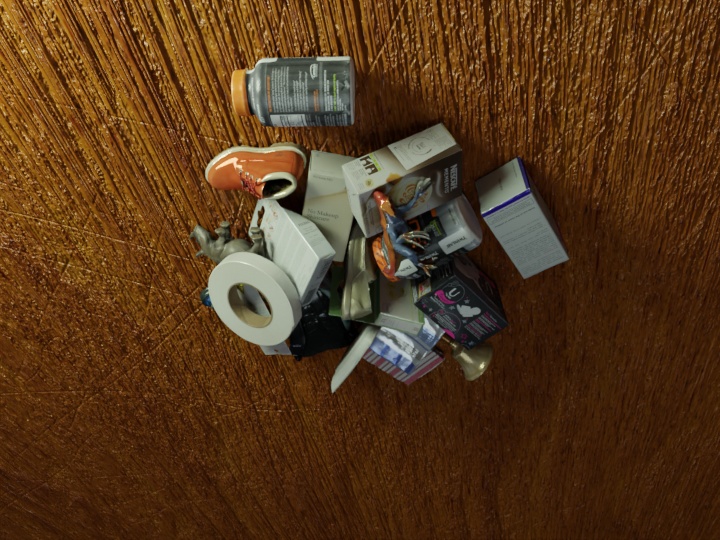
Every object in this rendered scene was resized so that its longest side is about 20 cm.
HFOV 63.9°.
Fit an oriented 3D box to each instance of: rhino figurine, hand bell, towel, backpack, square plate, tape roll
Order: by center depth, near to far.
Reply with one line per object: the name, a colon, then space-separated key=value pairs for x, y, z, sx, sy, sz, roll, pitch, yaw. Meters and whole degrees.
tape roll: x=-0.211 y=0.060 z=1.149 sx=0.198 sy=0.037 sz=0.207 roll=14 pitch=126 yaw=19
rhino figurine: x=-0.274 y=-0.049 z=1.173 sx=0.195 sy=0.060 sz=0.090 roll=11 pitch=119 yaw=23
backpack: x=-0.108 y=0.086 z=1.275 sx=0.163 sy=0.128 sz=0.203 roll=-20 pitch=130 yaw=3
square plate: x=0.005 y=0.152 z=1.296 sx=0.028 sy=0.199 sz=0.201 roll=33 pitch=129 yaw=-1
towel: x=0.112 y=0.146 z=1.354 sx=0.145 sy=0.024 sz=0.202 roll=33 pitch=120 yaw=-4
hand bell: x=0.212 y=0.165 z=1.387 sx=0.198 sy=0.105 sz=0.104 roll=36 pitch=126 yaw=-12
towel: x=0.099 y=0.207 z=1.453 sx=0.198 sy=0.030 sz=0.146 roll=34 pitch=125 yaw=-23

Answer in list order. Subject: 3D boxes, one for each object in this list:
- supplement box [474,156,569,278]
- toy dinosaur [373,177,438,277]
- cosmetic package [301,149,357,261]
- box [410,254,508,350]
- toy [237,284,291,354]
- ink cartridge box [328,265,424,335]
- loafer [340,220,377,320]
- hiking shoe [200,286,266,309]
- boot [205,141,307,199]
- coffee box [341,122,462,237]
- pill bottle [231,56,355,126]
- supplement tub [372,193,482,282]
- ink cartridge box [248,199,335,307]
supplement box: x=0.312 y=-0.096 z=1.110 sx=0.102 sy=0.103 sz=0.200 roll=-27 pitch=127 yaw=25
toy dinosaur: x=0.060 y=-0.059 z=0.985 sx=0.199 sy=0.107 sz=0.180 roll=-36 pitch=128 yaw=28
cosmetic package: x=-0.062 y=-0.121 z=1.117 sx=0.101 sy=0.074 sz=0.203 roll=8 pitch=134 yaw=-6
box: x=0.208 y=0.048 z=1.227 sx=0.114 sy=0.134 sz=0.199 roll=-34 pitch=124 yaw=25
toy: x=-0.213 y=0.086 z=1.243 sx=0.114 sy=0.047 sz=0.203 roll=-9 pitch=115 yaw=51
ink cartridge box: x=0.036 y=0.049 z=1.221 sx=0.195 sy=0.148 sz=0.048 roll=16 pitch=133 yaw=-13
loafer: x=0.000 y=0.000 z=1.159 sx=0.066 sy=0.206 sz=0.076 roll=7 pitch=171 yaw=-8
hiking shoe: x=-0.270 y=0.092 z=1.309 sx=0.195 sy=0.088 sz=0.075 roll=18 pitch=132 yaw=-15
boot: x=-0.198 y=-0.171 z=1.051 sx=0.194 sy=0.109 sz=0.076 roll=-8 pitch=135 yaw=11
coffee box: x=0.077 y=-0.158 z=1.016 sx=0.196 sy=0.081 sz=0.115 roll=-25 pitch=144 yaw=-7
pill bottle: x=-0.107 y=-0.289 z=0.937 sx=0.194 sy=0.108 sz=0.108 roll=0 pitch=134 yaw=1
supplement tub: x=0.128 y=-0.063 z=1.131 sx=0.197 sy=0.124 sz=0.122 roll=-29 pitch=127 yaw=25
ink cartridge box: x=-0.140 y=-0.053 z=1.132 sx=0.047 sy=0.202 sz=0.161 roll=-21 pitch=155 yaw=-36
